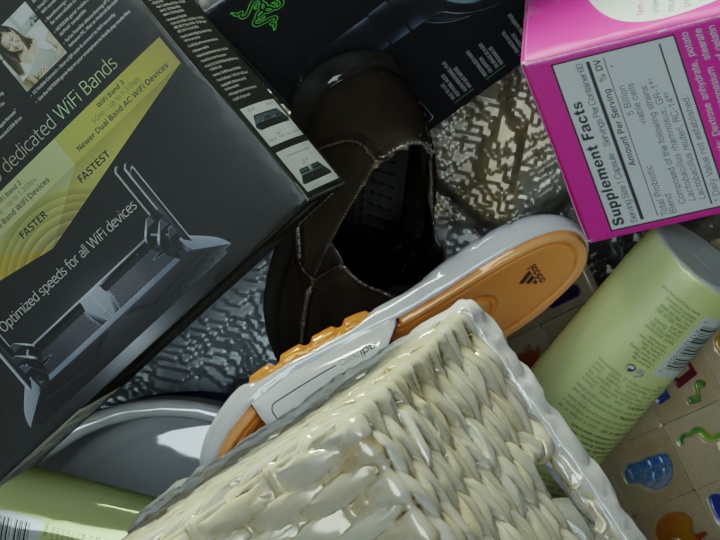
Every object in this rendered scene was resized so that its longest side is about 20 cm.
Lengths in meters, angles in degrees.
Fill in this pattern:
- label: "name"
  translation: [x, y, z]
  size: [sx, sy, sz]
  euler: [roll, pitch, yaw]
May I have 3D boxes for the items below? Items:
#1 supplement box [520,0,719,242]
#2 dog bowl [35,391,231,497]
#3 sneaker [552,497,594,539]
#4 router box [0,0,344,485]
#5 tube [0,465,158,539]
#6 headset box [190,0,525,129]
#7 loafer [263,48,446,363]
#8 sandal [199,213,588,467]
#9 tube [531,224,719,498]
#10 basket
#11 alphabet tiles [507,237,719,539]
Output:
- label: "supplement box"
  translation: [0.177, -0.099, 0.983]
  size: [0.199, 0.101, 0.104]
  euler: [-12, 125, 16]
- label: "dog bowl"
  translation: [-0.085, 0.159, 1.122]
  size: [0.199, 0.079, 0.201]
  euler: [0, 92, 8]
- label: "sneaker"
  translation: [0.037, 0.175, 1.049]
  size: [0.200, 0.088, 0.075]
  euler: [-40, 88, 12]
- label: "router box"
  translation: [-0.131, -0.030, 0.972]
  size: [0.200, 0.052, 0.157]
  euler: [-41, 87, 20]
- label: "tube"
  translation: [-0.093, 0.129, 1.058]
  size: [0.199, 0.058, 0.052]
  euler: [13, 88, 9]
- label: "headset box"
  translation: [0.015, -0.155, 1.047]
  size: [0.200, 0.174, 0.093]
  euler: [-35, 58, 6]
- label: "loafer"
  translation: [0.000, 0.000, 1.055]
  size: [0.073, 0.071, 0.201]
  euler: [-17, 131, -18]
- label: "sandal"
  translation: [0.020, 0.052, 1.021]
  size: [0.206, 0.079, 0.059]
  euler: [-36, 51, 6]
- label: "tube"
  translation: [0.092, 0.066, 1.060]
  size: [0.058, 0.052, 0.200]
  euler: [38, 112, 3]
- label: "basket"
  translation: [0.002, 0.154, 0.920]
  size: [0.200, 0.161, 0.199]
  euler: [-34, 88, 25]
- label: "alphabet tiles"
  translation: [0.108, 0.070, 1.098]
  size: [0.200, 0.008, 0.168]
  euler: [-28, 87, 27]
